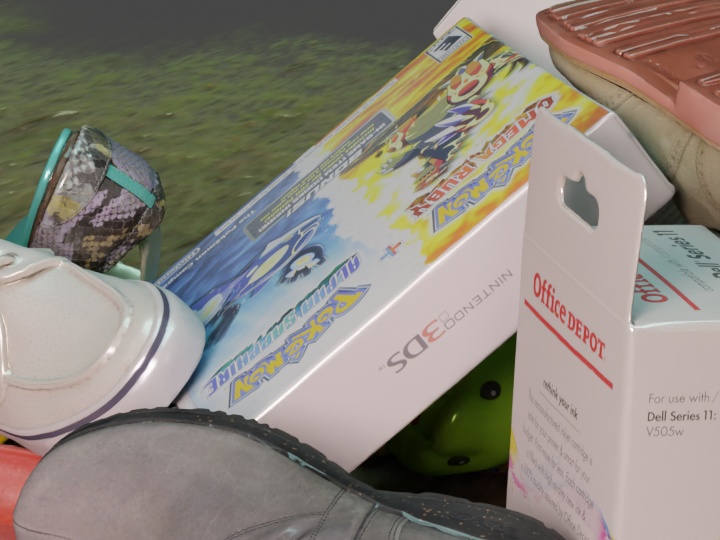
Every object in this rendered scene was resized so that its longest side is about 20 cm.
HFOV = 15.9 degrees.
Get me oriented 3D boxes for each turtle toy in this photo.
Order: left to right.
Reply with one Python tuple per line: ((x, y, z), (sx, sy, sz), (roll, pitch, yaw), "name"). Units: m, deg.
((0.056, 0.027, 1.075), (0.101, 0.146, 0.200), (32, 27, 19), "turtle toy")

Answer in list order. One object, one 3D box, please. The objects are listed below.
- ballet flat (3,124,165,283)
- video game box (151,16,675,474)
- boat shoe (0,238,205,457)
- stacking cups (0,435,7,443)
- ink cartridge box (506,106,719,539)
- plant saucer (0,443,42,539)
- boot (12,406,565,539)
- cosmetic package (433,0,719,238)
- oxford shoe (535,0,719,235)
((-0.129, 0.000, 1.154), (0.072, 0.072, 0.200), (-4, -18, -21), "ballet flat")
((0.000, 0.000, 0.949), (0.200, 0.047, 0.182), (-41, 23, -1), "video game box")
((-0.133, 0.020, 0.969), (0.070, 0.071, 0.200), (41, -18, -28), "boat shoe")
((-0.073, 0.035, 1.129), (0.199, 0.061, 0.060), (-6, 18, -30), "stacking cups")
((0.093, 0.056, 0.816), (0.067, 0.201, 0.117), (-1, 16, -13), "ink cartridge box")
((-0.101, 0.116, 0.877), (0.199, 0.037, 0.200), (8, 17, 19), "plant saucer")
((-0.042, 0.099, 0.761), (0.199, 0.070, 0.132), (6, 19, 26), "boot")
((0.131, -0.049, 1.053), (0.107, 0.085, 0.200), (-8, 59, -46), "cosmetic package")
((0.117, -0.051, 0.925), (0.070, 0.074, 0.200), (-13, 25, -14), "oxford shoe")
